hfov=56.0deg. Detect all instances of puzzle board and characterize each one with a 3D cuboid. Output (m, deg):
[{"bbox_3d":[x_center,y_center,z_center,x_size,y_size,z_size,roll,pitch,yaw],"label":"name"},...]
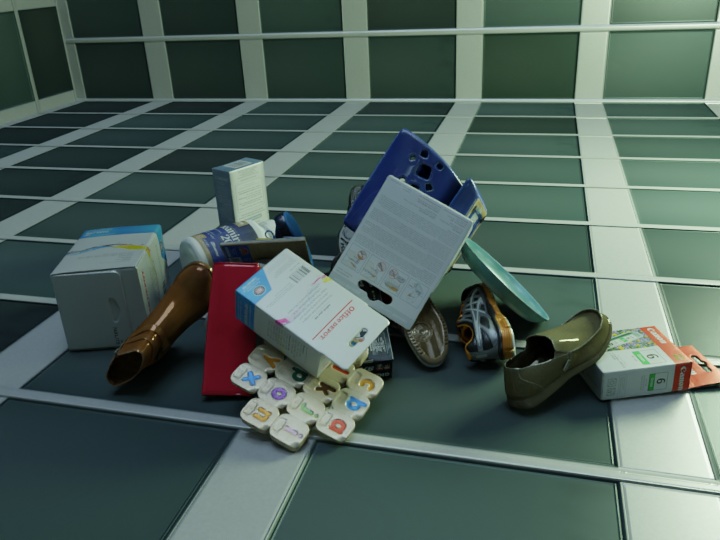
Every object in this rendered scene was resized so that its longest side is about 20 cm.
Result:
[{"bbox_3d":[-0.168,-0.017,1.261,0.149,0.200,0.018,-3,68,-1],"label":"puzzle board"}]

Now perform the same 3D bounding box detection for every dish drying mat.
[{"bbox_3d":[-0.194,0.087,1.023,0.076,0.203,0.018,2,-14,-2],"label":"dish drying mat"}]

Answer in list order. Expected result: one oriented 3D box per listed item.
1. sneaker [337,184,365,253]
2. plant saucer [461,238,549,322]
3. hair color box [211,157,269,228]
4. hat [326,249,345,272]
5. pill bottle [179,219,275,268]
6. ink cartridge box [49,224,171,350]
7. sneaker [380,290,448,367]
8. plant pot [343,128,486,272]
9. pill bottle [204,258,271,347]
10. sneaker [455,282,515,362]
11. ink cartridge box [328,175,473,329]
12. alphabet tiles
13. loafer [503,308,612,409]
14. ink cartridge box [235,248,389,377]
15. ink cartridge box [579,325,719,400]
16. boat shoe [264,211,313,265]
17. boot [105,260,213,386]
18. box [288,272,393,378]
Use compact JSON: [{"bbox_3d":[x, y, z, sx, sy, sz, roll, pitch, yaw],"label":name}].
[{"bbox_3d":[-0.006,-0.081,1.493,0.075,0.115,0.201,4,53,5],"label":"sneaker"},{"bbox_3d":[0.240,0.020,1.156,0.200,0.027,0.200,40,13,-11],"label":"plant saucer"},{"bbox_3d":[-0.252,-0.130,1.458,0.060,0.202,0.099,15,30,36],"label":"hair color box"},{"bbox_3d":[0.000,0.000,1.290,0.198,0.082,0.201,-3,23,1],"label":"hat"},{"bbox_3d":[-0.252,-0.038,1.364,0.199,0.112,0.110,-21,30,-34],"label":"pill bottle"},{"bbox_3d":[-0.433,0.025,1.206,0.144,0.148,0.200,-4,24,-3],"label":"ink cartridge box"},{"bbox_3d":[0.080,0.090,1.121,0.070,0.113,0.201,-9,55,-19],"label":"sneaker"},{"bbox_3d":[0.112,-0.105,1.216,0.179,0.201,0.200,35,3,18],"label":"plant pot"},{"bbox_3d":[-0.182,0.056,1.152,0.111,0.113,0.200,0,25,7],"label":"pill bottle"},{"bbox_3d":[0.189,0.082,1.102,0.076,0.079,0.200,-15,22,0],"label":"sneaker"},{"bbox_3d":[0.065,-0.030,1.091,0.161,0.201,0.057,30,-1,12],"label":"ink cartridge box"},{"bbox_3d":[-0.075,0.158,0.956,0.194,0.015,0.200,22,47,21],"label":"alphabet tiles"},{"bbox_3d":[0.278,0.113,0.955,0.199,0.068,0.076,-39,25,-21],"label":"loafer"},{"bbox_3d":[-0.071,0.070,0.978,0.199,0.068,0.115,34,52,18],"label":"ink cartridge box"},{"bbox_3d":[0.424,0.129,0.994,0.197,0.051,0.109,-7,24,-4],"label":"ink cartridge box"},{"bbox_3d":[-0.141,-0.041,1.322,0.068,0.201,0.085,-17,60,1],"label":"boat shoe"},{"bbox_3d":[-0.304,0.086,1.043,0.073,0.201,0.155,36,24,-2],"label":"boot"},{"bbox_3d":[-0.039,0.086,1.076,0.157,0.046,0.201,-5,45,-6],"label":"box"}]
